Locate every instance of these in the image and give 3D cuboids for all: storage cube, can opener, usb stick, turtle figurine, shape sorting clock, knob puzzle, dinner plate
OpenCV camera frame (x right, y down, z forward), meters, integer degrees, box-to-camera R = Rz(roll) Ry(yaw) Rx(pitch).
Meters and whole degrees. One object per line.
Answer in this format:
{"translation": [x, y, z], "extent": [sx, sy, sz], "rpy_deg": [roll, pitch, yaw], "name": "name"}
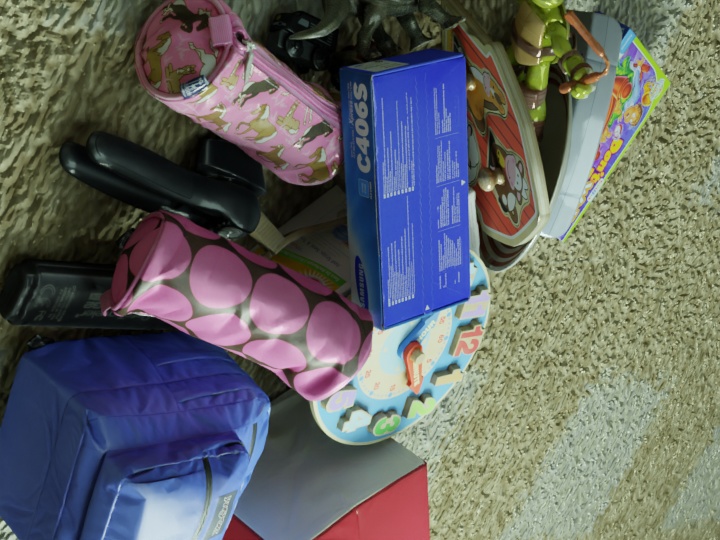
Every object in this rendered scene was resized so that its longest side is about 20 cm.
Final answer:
{"translation": [-0.053, 0.241, 1.305], "extent": [0.170, 0.199, 0.181], "rpy_deg": [-28, 132, -31], "name": "storage cube"}
{"translation": [-0.145, -0.063, 1.059], "extent": [0.063, 0.079, 0.199], "rpy_deg": [-26, 157, 32], "name": "can opener"}
{"translation": [-0.188, 0.020, 1.089], "extent": [0.199, 0.033, 0.056], "rpy_deg": [4, 123, -52], "name": "usb stick"}
{"translation": [0.138, -0.195, 1.173], "extent": [0.064, 0.200, 0.162], "rpy_deg": [-23, 150, -27], "name": "turtle figurine"}
{"translation": [0.038, 0.065, 1.212], "extent": [0.199, 0.039, 0.202], "rpy_deg": [-31, 139, -31], "name": "shape sorting clock"}
{"translation": [0.103, -0.105, 1.198], "extent": [0.030, 0.220, 0.221], "rpy_deg": [-16, 134, -14], "name": "knob puzzle"}
{"translation": [0.149, -0.096, 1.267], "extent": [0.024, 0.201, 0.202], "rpy_deg": [11, 115, -17], "name": "dinner plate"}

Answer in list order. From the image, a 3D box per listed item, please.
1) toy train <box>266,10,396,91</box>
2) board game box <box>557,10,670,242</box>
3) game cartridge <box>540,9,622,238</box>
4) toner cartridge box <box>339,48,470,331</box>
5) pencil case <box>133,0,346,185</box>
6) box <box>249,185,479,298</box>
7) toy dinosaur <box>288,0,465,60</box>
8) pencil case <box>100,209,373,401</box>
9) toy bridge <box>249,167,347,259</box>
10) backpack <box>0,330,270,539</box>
{"translation": [0.006, -0.161, 1.133], "extent": [0.199, 0.034, 0.046], "rpy_deg": [19, 77, -41], "name": "toy train"}
{"translation": [0.221, -0.142, 1.432], "extent": [0.201, 0.045, 0.134], "rpy_deg": [-56, 146, 3], "name": "board game box"}
{"translation": [0.180, -0.135, 1.290], "extent": [0.040, 0.133, 0.202], "rpy_deg": [12, 99, -12], "name": "game cartridge"}
{"translation": [0.036, -0.064, 1.100], "extent": [0.094, 0.043, 0.202], "rpy_deg": [-16, 113, -34], "name": "toner cartridge box"}
{"translation": [-0.079, -0.128, 1.043], "extent": [0.083, 0.086, 0.200], "rpy_deg": [-50, 149, 5], "name": "pencil case"}
{"translation": [0.000, 0.000, 1.237], "extent": [0.199, 0.101, 0.113], "rpy_deg": [-37, 142, -23], "name": "box"}
{"translation": [0.017, -0.220, 1.100], "extent": [0.198, 0.103, 0.077], "rpy_deg": [-24, -179, -21], "name": "toy dinosaur"}
{"translation": [-0.090, 0.031, 1.059], "extent": [0.199, 0.091, 0.094], "rpy_deg": [27, 112, -23], "name": "pencil case"}
{"translation": [-0.012, -0.078, 1.189], "extent": [0.200, 0.027, 0.067], "rpy_deg": [-46, 102, -14], "name": "toy bridge"}
{"translation": [-0.165, 0.148, 1.113], "extent": [0.199, 0.168, 0.164], "rpy_deg": [-9, 133, -49], "name": "backpack"}
